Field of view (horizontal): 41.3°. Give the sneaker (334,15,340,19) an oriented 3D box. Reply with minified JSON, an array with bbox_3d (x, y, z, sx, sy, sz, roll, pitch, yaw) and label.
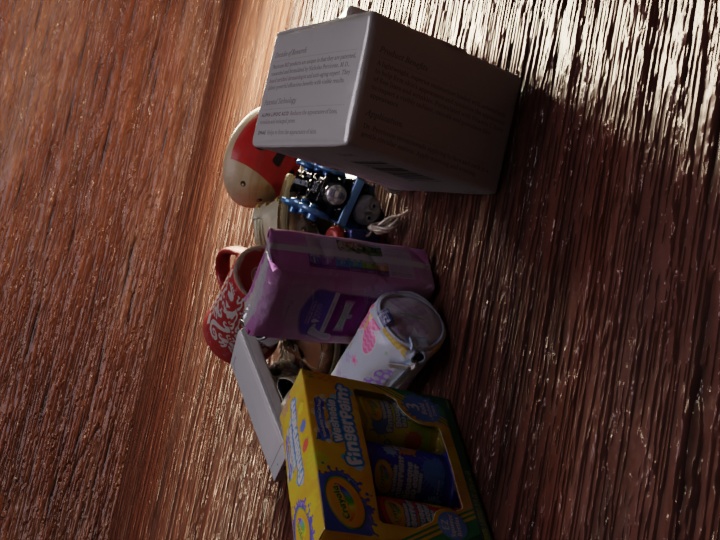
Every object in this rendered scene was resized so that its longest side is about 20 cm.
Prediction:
[{"bbox_3d":[-0.046,-0.315,1.567,0.100,0.069,0.201,-126,51,-63],"label":"sneaker"}]

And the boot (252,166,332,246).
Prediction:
[{"bbox_3d":[-0.106,-0.118,1.542,0.154,0.072,0.202,-2,79,50],"label":"boot"}]

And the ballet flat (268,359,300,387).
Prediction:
[{"bbox_3d":[-0.128,0.172,1.486,0.200,0.063,0.076,165,115,-69],"label":"ballet flat"}]

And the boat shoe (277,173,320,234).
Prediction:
[{"bbox_3d":[-0.091,-0.044,1.433,0.071,0.064,0.202,165,105,-81],"label":"boat shoe"}]

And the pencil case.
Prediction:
[{"bbox_3d":[0.021,0.113,1.072,0.091,0.083,0.200,63,140,31],"label":"pencil case"}]

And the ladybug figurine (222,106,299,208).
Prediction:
[{"bbox_3d":[-0.152,-0.197,1.610,0.072,0.136,0.201,1,59,49],"label":"ladybug figurine"}]

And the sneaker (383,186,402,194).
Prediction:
[{"bbox_3d":[0.032,-0.139,1.229,0.200,0.075,0.093,160,117,-69],"label":"sneaker"}]

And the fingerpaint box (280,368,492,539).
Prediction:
[{"bbox_3d":[0.019,0.196,0.894,0.201,0.166,0.074,-103,32,-54],"label":"fingerpaint box"}]

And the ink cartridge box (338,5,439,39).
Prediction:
[{"bbox_3d":[0.010,-0.250,1.245,0.200,0.147,0.086,156,126,-68],"label":"ink cartridge box"}]

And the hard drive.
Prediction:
[{"bbox_3d":[-0.143,0.199,1.416,0.132,0.026,0.201,115,136,-59],"label":"hard drive"}]

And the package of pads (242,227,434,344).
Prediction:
[{"bbox_3d":[-0.027,0.025,1.089,0.121,0.198,0.076,117,152,-42],"label":"package of pads"}]

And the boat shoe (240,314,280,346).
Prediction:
[{"bbox_3d":[-0.089,0.016,1.358,0.199,0.068,0.074,-43,30,6],"label":"boat shoe"}]

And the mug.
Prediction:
[{"bbox_3d":[-0.191,0.042,1.559,0.133,0.177,0.200,-47,-6,-34],"label":"mug"}]

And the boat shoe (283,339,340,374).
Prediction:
[{"bbox_3d":[-0.082,0.102,1.392,0.200,0.067,0.073,-141,65,-69],"label":"boat shoe"}]

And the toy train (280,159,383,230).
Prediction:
[{"bbox_3d":[-0.036,-0.103,1.328,0.087,0.114,0.200,-68,19,1],"label":"toy train"}]

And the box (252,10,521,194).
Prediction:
[{"bbox_3d":[0.024,-0.169,1.011,0.199,0.198,0.132,11,87,56],"label":"box"}]

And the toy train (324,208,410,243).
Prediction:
[{"bbox_3d":[0.000,0.000,1.237,0.199,0.084,0.117,-16,78,49],"label":"toy train"}]

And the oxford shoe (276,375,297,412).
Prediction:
[{"bbox_3d":[-0.070,0.201,1.284,0.200,0.073,0.071,-132,57,-67],"label":"oxford shoe"}]
